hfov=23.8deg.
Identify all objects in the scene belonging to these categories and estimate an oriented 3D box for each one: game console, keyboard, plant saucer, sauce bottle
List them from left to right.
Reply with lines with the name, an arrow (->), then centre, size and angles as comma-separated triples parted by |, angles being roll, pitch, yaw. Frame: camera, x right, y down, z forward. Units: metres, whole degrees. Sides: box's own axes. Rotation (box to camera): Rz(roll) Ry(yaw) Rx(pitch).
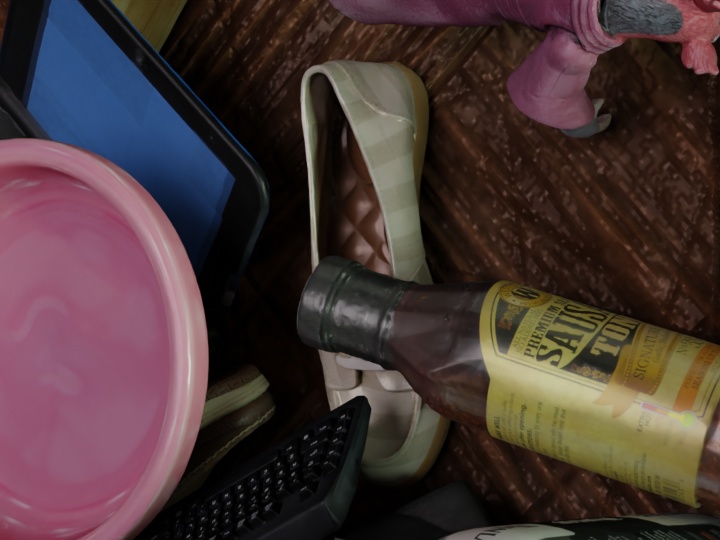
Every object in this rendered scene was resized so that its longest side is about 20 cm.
game console -> -0.158, -0.033, 0.842 | 0.171, 0.118, 0.200 | -39, 68, -9
plant saucer -> -0.148, 0.040, 0.797 | 0.200, 0.051, 0.201 | 0, 89, 31
keyboard -> -0.083, 0.121, 0.742 | 0.200, 0.040, 0.104 | -34, 26, 29
sauce bottle -> 0.069, 0.040, 0.690 | 0.200, 0.066, 0.066 | 17, 96, 21

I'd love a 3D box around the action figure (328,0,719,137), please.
action figure -> 0.074, -0.133, 0.686 | 0.200, 0.149, 0.134 | 34, 101, 49

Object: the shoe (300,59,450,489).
shoe -> 0.000, 0.000, 0.780 | 0.070, 0.053, 0.200 | -10, 80, 36

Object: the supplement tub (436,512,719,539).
supplement tub -> 0.078, 0.151, 0.613 | 0.122, 0.200, 0.123 | -5, 82, 37

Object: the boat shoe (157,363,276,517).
boat shoe -> -0.109, 0.123, 0.855 | 0.202, 0.075, 0.075 | -36, 91, 27

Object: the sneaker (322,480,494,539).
sneaker -> 0.002, 0.135, 0.759 | 0.200, 0.112, 0.073 | 10, 126, 64

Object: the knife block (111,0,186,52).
knife block -> -0.090, -0.215, 0.876 | 0.064, 0.175, 0.200 | 43, 156, 33
